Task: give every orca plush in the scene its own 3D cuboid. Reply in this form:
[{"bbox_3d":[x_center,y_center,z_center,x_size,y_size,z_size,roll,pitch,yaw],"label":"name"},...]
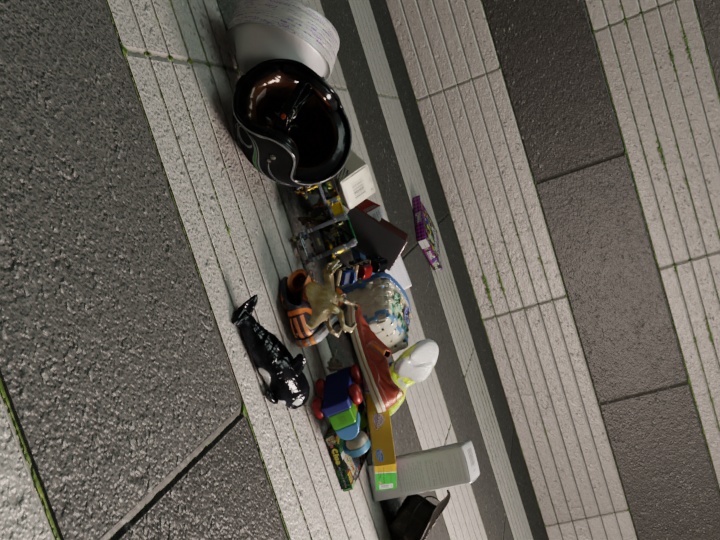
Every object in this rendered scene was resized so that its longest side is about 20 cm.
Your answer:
[{"bbox_3d":[-0.115,0.126,1.125,0.106,0.069,0.204,-66,137,-66],"label":"orca plush"}]

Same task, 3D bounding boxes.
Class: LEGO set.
[{"bbox_3d":[-0.093,-0.097,1.410,0.154,0.113,0.205,-151,-139,-73],"label":"LEGO set"}]

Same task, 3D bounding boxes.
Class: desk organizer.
[{"bbox_3d":[0.000,-0.089,1.524,0.197,0.073,0.077,33,17,0],"label":"desk organizer"}]

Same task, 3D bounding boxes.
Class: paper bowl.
[{"bbox_3d":[-0.142,-0.390,1.319,0.200,0.196,0.107,42,63,-61],"label":"paper bowl"}]

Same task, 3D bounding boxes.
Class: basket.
[{"bbox_3d":[0.031,0.069,1.548,0.177,0.136,0.203,54,16,-48],"label":"basket"}]

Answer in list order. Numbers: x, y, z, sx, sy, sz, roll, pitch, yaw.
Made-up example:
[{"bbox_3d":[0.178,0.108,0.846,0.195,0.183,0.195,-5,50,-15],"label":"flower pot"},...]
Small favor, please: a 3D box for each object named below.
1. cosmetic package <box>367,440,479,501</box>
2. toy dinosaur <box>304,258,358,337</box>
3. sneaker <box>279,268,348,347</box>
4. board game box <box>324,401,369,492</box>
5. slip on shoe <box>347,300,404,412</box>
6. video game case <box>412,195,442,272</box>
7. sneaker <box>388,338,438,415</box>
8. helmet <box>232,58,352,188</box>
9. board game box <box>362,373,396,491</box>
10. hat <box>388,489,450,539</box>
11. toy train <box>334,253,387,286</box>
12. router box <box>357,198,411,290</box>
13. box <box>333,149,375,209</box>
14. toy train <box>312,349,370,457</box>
[{"bbox_3d":[0.122,0.387,1.438,0.101,0.195,0.076,17,57,-69],"label":"cosmetic package"},{"bbox_3d":[-0.057,0.066,1.238,0.101,0.058,0.202,44,32,-18],"label":"toy dinosaur"},{"bbox_3d":[-0.080,0.042,1.310,0.200,0.076,0.115,-61,133,-68],"label":"sneaker"},{"bbox_3d":[-0.016,0.308,1.369,0.200,0.023,0.107,-49,119,-71],"label":"board game box"},{"bbox_3d":[0.022,0.145,1.307,0.074,0.060,0.204,77,-8,-68],"label":"slip on shoe"},{"bbox_3d":[0.233,-0.128,2.584,0.182,0.035,0.204,54,25,-46],"label":"video game case"},{"bbox_3d":[0.081,0.204,1.547,0.075,0.201,0.106,34,15,-23],"label":"sneaker"},{"bbox_3d":[-0.115,-0.239,1.256,0.191,0.195,0.205,59,20,-65],"label":"helmet"},{"bbox_3d":[0.034,0.280,1.362,0.154,0.039,0.205,86,-3,-60],"label":"board game box"},{"bbox_3d":[0.102,0.495,1.459,0.202,0.080,0.202,-53,162,-25],"label":"hat"},{"bbox_3d":[0.000,0.000,1.403,0.199,0.045,0.035,-19,125,-60],"label":"toy train"},{"bbox_3d":[0.029,-0.063,1.679,0.204,0.048,0.179,67,-13,-22],"label":"router box"},{"bbox_3d":[-0.055,-0.217,1.482,0.200,0.068,0.083,47,-14,39],"label":"box"},{"bbox_3d":[-0.021,0.229,1.308,0.201,0.083,0.118,-87,154,-71],"label":"toy train"}]
